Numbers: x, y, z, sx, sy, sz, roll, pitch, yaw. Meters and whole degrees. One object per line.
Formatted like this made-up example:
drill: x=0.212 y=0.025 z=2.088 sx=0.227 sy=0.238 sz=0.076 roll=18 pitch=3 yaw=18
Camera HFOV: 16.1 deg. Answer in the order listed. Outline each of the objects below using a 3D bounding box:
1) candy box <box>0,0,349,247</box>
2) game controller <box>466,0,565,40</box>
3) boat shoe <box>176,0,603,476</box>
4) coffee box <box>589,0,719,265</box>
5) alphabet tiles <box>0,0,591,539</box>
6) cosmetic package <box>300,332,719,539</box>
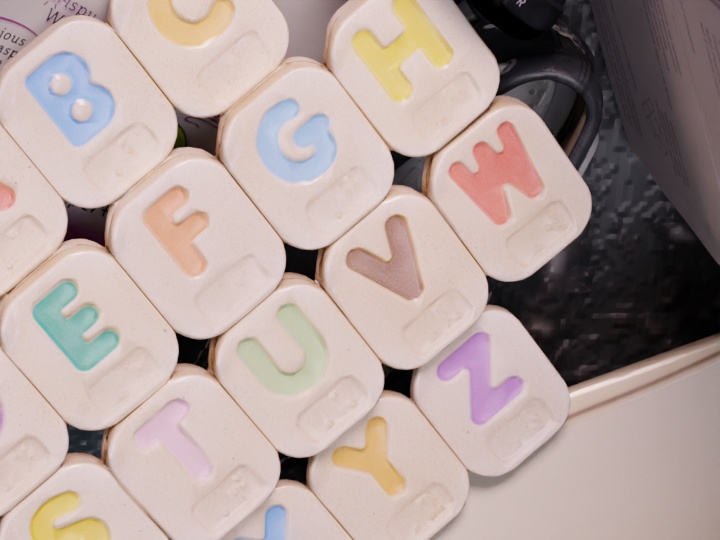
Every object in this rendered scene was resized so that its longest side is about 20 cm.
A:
candy box: x=-0.095 y=-0.054 z=0.737 sx=0.136 sy=0.061 sz=0.200 roll=28 pitch=107 yaw=-42
game controller: x=-0.009 y=-0.151 z=0.706 sx=0.042 sy=0.105 sz=0.200 roll=-38 pitch=117 yaw=17
boat shoe: x=0.000 y=0.000 z=0.802 sx=0.075 sy=0.060 sz=0.201 roll=29 pitch=106 yaw=-23
coffee box: x=0.173 y=-0.111 z=0.710 sx=0.197 sy=0.200 sz=0.201 roll=-20 pitch=118 yaw=-3
alphabet tiles: x=-0.032 y=0.010 z=0.721 sx=0.200 sy=0.015 sz=0.196 roll=-39 pitch=114 yaw=-3
cosmetic package: x=0.078 y=0.072 z=0.821 sx=0.199 sy=0.104 sz=0.074 roll=-20 pitch=86 yaw=-4
